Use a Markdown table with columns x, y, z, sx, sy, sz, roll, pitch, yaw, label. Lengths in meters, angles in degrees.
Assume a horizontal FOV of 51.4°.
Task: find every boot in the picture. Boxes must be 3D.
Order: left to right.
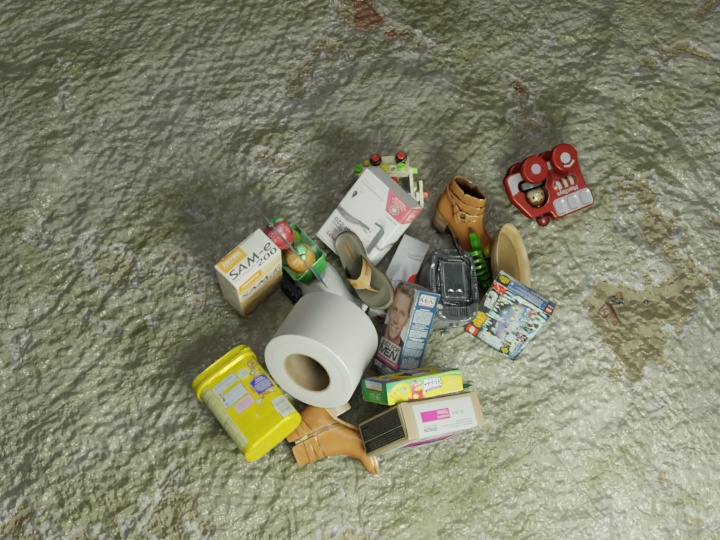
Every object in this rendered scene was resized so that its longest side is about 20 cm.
| x | y | z | sx | sy | sz | roll | pitch | yaw | label |
| --- | --- | --- | --- | --- | --- | --- | --- | --- | --- |
| -0.061 | 0.367 | 1.561 | 0.155 | 0.077 | 0.201 | -30 | 81 | -10 | boot |
| 0.264 | -0.117 | 1.714 | 0.200 | 0.156 | 0.077 | 42 | 53 | 15 | boot |

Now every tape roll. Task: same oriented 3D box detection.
| x | y | z | sx | sy | sz | roll | pitch | yaw | label |
| --- | --- | --- | --- | --- | --- | --- | --- | --- | --- |
| -0.080 | 0.164 | 1.547 | 0.202 | 0.203 | 0.139 | 28 | 45 | 6 | tape roll |

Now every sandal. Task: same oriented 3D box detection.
| x | y | z | sx | sy | sz | roll | pitch | yaw | label |
| --- | --- | --- | --- | --- | --- | --- | --- | --- | --- |
| 0.000 | 0.000 | 1.622 | 0.081 | 0.054 | 0.201 | -34 | 76 | 23 | sandal |

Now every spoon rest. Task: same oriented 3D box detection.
| x | y | z | sx | sy | sz | roll | pitch | yaw | label |
| --- | --- | --- | --- | --- | --- | --- | --- | --- | --- |
| -0.062 | 0.041 | 1.699 | 0.199 | 0.061 | 0.100 | 29 | 69 | 21 | spoon rest |

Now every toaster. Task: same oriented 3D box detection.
| x | y | z | sx | sy | sz | roll | pitch | yaw | label |
| --- | --- | --- | --- | --- | --- | --- | --- | --- | --- |
| 0.189 | 0.041 | 1.667 | 0.113 | 0.129 | 0.202 | 2 | 70 | -13 | toaster |

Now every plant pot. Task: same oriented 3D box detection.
| x | y | z | sx | sy | sz | roll | pitch | yaw | label |
| --- | --- | --- | --- | --- | --- | --- | --- | --- | --- |
| 0.337 | -0.005 | 1.689 | 0.027 | 0.200 | 0.202 | -9 | 65 | 31 | plant pot |

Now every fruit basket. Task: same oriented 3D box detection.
| x | y | z | sx | sy | sz | roll | pitch | yaw | label |
| --- | --- | --- | --- | --- | --- | --- | --- | --- | --- |
| -0.153 | -0.064 | 1.622 | 0.094 | 0.200 | 0.185 | -39 | 53 | -7 | fruit basket |

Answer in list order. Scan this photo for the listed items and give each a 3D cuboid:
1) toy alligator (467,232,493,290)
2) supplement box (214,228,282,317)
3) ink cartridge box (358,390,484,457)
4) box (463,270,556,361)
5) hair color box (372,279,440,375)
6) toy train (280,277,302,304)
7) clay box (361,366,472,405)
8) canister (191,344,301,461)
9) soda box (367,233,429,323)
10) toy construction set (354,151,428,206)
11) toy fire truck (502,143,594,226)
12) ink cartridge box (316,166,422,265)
| x | y | z | sx | sy | sz | roll | pitch | yaw | label |
| --- | --- | --- | --- | --- | --- | --- | --- | --- | --- |
| 0.284 | 0.011 | 1.687 | 0.054 | 0.059 | 0.201 | -41 | 110 | -50 | toy alligator |
| -0.236 | 0.010 | 1.612 | 0.074 | 0.200 | 0.126 | 44 | 73 | 12 | supplement box |
| 0.122 | 0.310 | 1.512 | 0.199 | 0.165 | 0.076 | -2 | 68 | -33 | ink cartridge box |
| 0.319 | 0.102 | 1.621 | 0.136 | 0.201 | 0.040 | 32 | 53 | 9 | box |
| 0.096 | 0.130 | 1.599 | 0.060 | 0.100 | 0.202 | 12 | 97 | -30 | hair color box |
| -0.109 | 0.097 | 1.673 | 0.034 | 0.046 | 0.200 | -37 | 74 | -24 | toy train |
| 0.115 | 0.227 | 1.507 | 0.199 | 0.115 | 0.048 | -8 | 90 | -27 | clay box |
| -0.235 | 0.275 | 1.551 | 0.148 | 0.087 | 0.200 | -37 | 63 | -14 | canister |
| 0.087 | 0.022 | 1.706 | 0.068 | 0.064 | 0.201 | 25 | 70 | 5 | soda box |
| 0.064 | -0.208 | 1.775 | 0.198 | 0.092 | 0.132 | 2 | 69 | -4 | toy construction set |
| 0.452 | -0.200 | 1.804 | 0.199 | 0.112 | 0.169 | -22 | 91 | -11 | toy fire truck |
| 0.018 | -0.111 | 1.685 | 0.146 | 0.085 | 0.200 | 43 | 112 | 11 | ink cartridge box |
